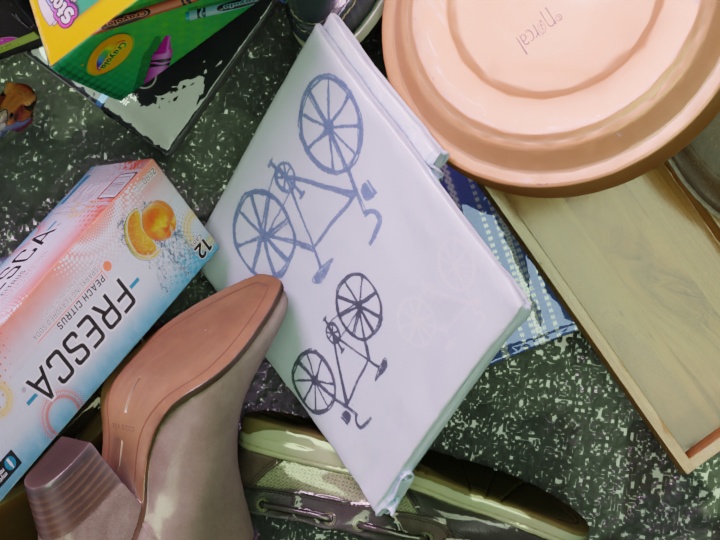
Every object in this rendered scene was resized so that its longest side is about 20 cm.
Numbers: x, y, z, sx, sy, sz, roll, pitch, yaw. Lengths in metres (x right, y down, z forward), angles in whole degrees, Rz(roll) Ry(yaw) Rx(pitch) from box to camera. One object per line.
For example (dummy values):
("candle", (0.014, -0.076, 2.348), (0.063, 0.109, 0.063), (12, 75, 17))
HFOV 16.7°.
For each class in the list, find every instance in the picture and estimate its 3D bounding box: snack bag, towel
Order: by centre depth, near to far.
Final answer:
("snack bag", (0.000, 0.000, 1.275), (0.200, 0.021, 0.189), (53, 135, 23))
("towel", (0.085, -0.028, 1.366), (0.199, 0.024, 0.146), (-20, 91, -1))

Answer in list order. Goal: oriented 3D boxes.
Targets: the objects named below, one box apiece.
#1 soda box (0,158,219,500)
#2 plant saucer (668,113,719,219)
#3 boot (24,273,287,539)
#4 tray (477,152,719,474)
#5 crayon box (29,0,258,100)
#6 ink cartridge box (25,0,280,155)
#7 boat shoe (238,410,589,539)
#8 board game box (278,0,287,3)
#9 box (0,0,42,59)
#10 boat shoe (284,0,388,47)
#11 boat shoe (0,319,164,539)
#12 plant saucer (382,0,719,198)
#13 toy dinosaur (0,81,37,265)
("soda box", (-0.165, 0.030, 1.289), (0.200, 0.063, 0.069), (-50, 117, -30))
("plant saucer", (0.243, -0.114, 1.317), (0.199, 0.032, 0.202), (-2, 100, -12))
("boot", (-0.087, 0.118, 1.297), (0.200, 0.070, 0.147), (-41, 121, -19))
("tray", (0.158, 0.000, 1.338), (0.098, 0.037, 0.200), (-35, 91, -2))
("crayon box", (-0.123, -0.203, 1.245), (0.119, 0.058, 0.201), (-33, 60, 24))
("ink cartridge box", (-0.088, -0.171, 1.348), (0.099, 0.039, 0.200), (34, 91, -1))
("boat shoe", (0.024, 0.132, 1.349), (0.200, 0.072, 0.066), (17, 98, 4))
("board game box", (-0.087, -0.236, 1.289), (0.200, 0.034, 0.136), (28, 93, 37))
("box", (-0.270, -0.201, 1.287), (0.148, 0.124, 0.201), (-19, 81, 1))
("boat shoe", (-0.005, -0.214, 1.289), (0.074, 0.062, 0.201), (12, 79, 23))
("boat shoe", (-0.174, 0.104, 1.350), (0.200, 0.070, 0.070), (-41, 54, -2))
("plant saucer", (0.102, -0.135, 1.230), (0.199, 0.032, 0.202), (-9, 69, 22))
("toy dinosaur", (-0.256, -0.036, 1.332), (0.199, 0.105, 0.182), (23, 74, 9))
